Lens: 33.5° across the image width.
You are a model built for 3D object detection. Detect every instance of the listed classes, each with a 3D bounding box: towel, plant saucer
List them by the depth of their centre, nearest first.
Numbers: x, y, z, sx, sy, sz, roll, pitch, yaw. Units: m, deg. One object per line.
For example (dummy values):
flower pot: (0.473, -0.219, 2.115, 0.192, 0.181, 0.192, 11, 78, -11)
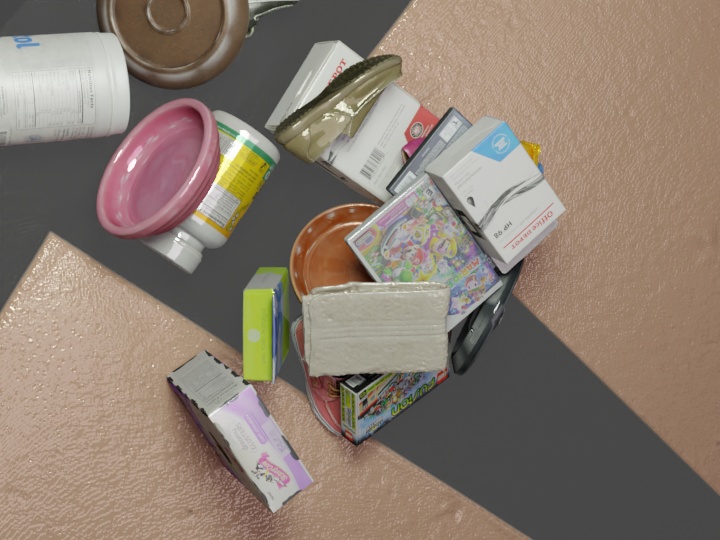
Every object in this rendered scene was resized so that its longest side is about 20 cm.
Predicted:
plant saucer: (-0.248, -0.122, 1.513, 0.051, 0.200, 0.201, 38, 82, -39)
plant saucer: (-0.241, -0.328, 1.515, 0.200, 0.032, 0.201, 1, 104, 5)
towel: (0.020, 0.080, 1.609, 0.199, 0.034, 0.133, -1, 117, -2)
plant saucer: (0.000, 0.000, 1.684, 0.200, 0.032, 0.201, 1, 64, -3)

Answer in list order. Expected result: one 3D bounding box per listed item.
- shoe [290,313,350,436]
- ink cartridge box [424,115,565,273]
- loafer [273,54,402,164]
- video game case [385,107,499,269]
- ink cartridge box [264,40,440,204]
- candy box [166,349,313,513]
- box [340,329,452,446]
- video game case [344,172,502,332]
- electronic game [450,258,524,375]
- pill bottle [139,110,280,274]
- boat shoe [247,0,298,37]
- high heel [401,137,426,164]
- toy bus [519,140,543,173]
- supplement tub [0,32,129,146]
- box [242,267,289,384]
shoe: (-0.037, 0.158, 1.715, 0.071, 0.091, 0.200, -26, 109, -19)
ink cartridge box: (0.194, -0.094, 1.616, 0.116, 0.067, 0.200, -42, 113, -7)
loafer: (-0.022, -0.213, 1.578, 0.200, 0.076, 0.067, -36, 113, -6)
video game case: (0.149, -0.105, 1.643, 0.200, 0.019, 0.143, 40, 87, -24)
ink cartridge box: (-0.010, -0.205, 1.670, 0.200, 0.083, 0.147, 34, 83, -26)
candy box: (-0.165, 0.212, 1.604, 0.071, 0.200, 0.168, -36, 112, -15)
box: (0.053, 0.158, 1.737, 0.200, 0.035, 0.110, -33, 140, -32)
video game case: (0.088, -0.012, 1.623, 0.143, 0.018, 0.200, -40, 113, -8)
electronic game: (0.187, 0.064, 1.754, 0.042, 0.200, 0.200, 27, 86, 2)
pill bottle: (-0.202, -0.100, 1.581, 0.113, 0.113, 0.200, 36, 83, -26)
boat shoe: (-0.171, -0.337, 1.584, 0.200, 0.071, 0.064, -14, 104, -14)
high heel: (0.094, -0.085, 1.666, 0.096, 0.067, 0.200, -13, 113, -40)
toy bus: (0.196, -0.107, 1.771, 0.192, 0.136, 0.200, -3, 103, -41)
supplement tub: (-0.394, -0.221, 1.460, 0.200, 0.132, 0.132, -9, 103, -25)
box: (-0.125, 0.071, 1.600, 0.048, 0.200, 0.122, 0, 99, 2)
